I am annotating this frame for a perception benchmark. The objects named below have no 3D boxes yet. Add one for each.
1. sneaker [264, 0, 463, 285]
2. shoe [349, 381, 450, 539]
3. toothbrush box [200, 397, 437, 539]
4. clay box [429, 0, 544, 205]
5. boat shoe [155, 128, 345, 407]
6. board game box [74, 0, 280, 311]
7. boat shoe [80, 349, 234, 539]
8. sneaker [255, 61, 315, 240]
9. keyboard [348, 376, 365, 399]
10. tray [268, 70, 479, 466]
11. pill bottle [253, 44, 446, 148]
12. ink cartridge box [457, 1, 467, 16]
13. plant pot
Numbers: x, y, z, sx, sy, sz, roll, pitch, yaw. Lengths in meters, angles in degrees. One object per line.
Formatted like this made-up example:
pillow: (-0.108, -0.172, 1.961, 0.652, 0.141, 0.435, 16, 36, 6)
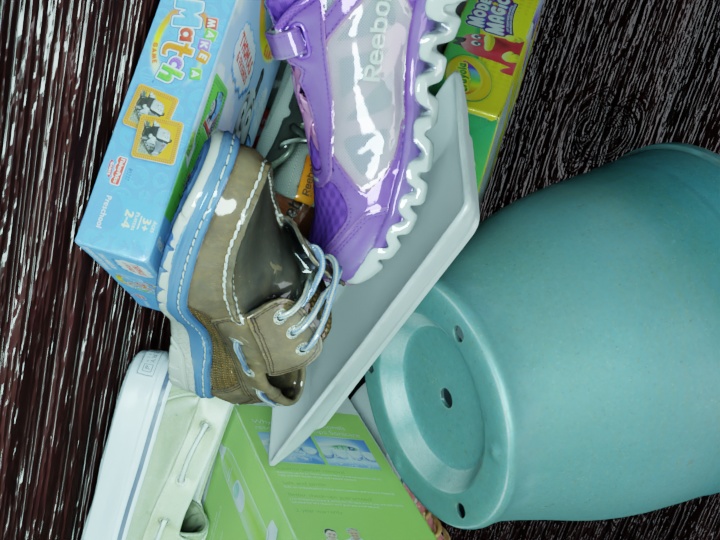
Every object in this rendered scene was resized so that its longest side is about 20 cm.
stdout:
sneaker: (-0.007, -0.093, 0.592, 0.080, 0.088, 0.202, -134, -125, -65)
shoe: (0.024, 0.159, 0.794, 0.071, 0.090, 0.201, -132, -126, -59)
toothbrush box: (-0.037, 0.168, 0.708, 0.200, 0.085, 0.147, -131, -127, -60)
clay box: (0.071, -0.106, 0.783, 0.201, 0.047, 0.115, -68, 173, -49)
boat shoe: (-0.045, 0.006, 0.572, 0.200, 0.072, 0.073, 102, 7, -66)
board game box: (-0.071, -0.087, 0.603, 0.151, 0.036, 0.201, 88, 18, -79)
boat shoe: (-0.116, 0.142, 0.712, 0.072, 0.062, 0.201, -64, 170, -69)
sneaker: (-0.014, -0.078, 0.670, 0.079, 0.073, 0.201, -85, -163, -73)
keyboard: (0.030, 0.057, 0.870, 0.200, 0.021, 0.128, -46, 114, -43)
tray: (0.007, 0.005, 0.643, 0.200, 0.022, 0.108, -54, -156, 36)
pill bottle: (-0.017, -0.099, 0.773, 0.114, 0.113, 0.201, -36, 142, -84)
ink cartridge box: (0.021, -0.144, 0.953, 0.201, 0.083, 0.146, 99, -19, -48)
plant pot: (0.111, 0.045, 0.692, 0.200, 0.187, 0.202, 33, -51, 51)
